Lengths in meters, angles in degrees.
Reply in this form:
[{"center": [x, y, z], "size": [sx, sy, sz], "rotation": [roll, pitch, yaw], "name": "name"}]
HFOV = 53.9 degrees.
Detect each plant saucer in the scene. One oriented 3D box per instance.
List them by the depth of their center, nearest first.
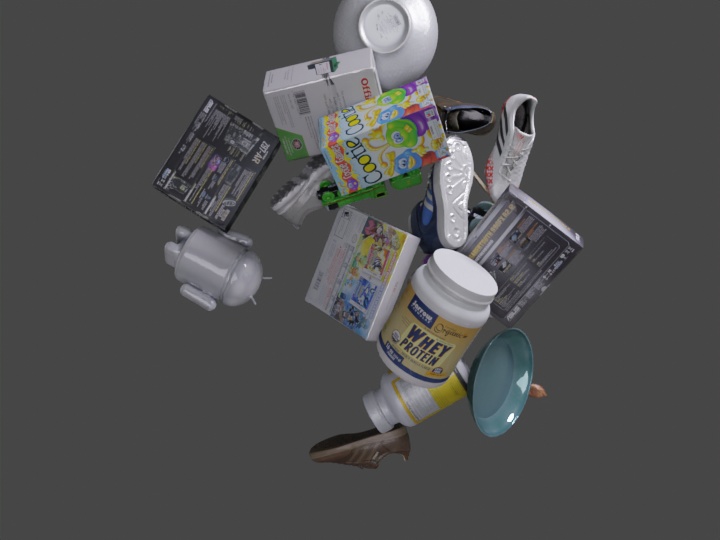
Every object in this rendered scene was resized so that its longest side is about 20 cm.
[{"center": [0.251, 0.202, 1.300], "size": [0.036, 0.198, 0.204], "rotation": [12, 99, 42], "name": "plant saucer"}]

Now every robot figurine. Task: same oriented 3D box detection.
[{"center": [-0.267, -0.007, 1.325], "size": [0.198, 0.113, 0.171], "rotation": [27, 64, 1], "name": "robot figurine"}]

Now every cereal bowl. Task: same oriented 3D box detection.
[{"center": [0.043, -0.431, 1.273], "size": [0.196, 0.083, 0.204], "rotation": [1, 96, 5], "name": "cereal bowl"}]

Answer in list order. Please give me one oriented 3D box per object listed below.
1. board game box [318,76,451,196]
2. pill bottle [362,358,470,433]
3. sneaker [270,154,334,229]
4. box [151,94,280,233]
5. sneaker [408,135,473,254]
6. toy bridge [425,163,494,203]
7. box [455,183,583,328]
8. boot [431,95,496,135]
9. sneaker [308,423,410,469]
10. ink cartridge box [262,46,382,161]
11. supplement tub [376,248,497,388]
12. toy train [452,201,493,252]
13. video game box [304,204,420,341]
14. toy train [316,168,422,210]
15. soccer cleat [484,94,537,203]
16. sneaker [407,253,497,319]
[{"center": [0.039, -0.225, 1.193], "size": [0.197, 0.104, 0.106], "rotation": [-19, 129, 11], "name": "board game box"}, {"center": [0.108, 0.220, 1.325], "size": [0.198, 0.112, 0.113], "rotation": [-31, 94, 7], "name": "pill bottle"}, {"center": [-0.073, -0.162, 1.328], "size": [0.199, 0.075, 0.082], "rotation": [-38, 120, 6], "name": "sneaker"}, {"center": [-0.265, -0.197, 1.315], "size": [0.159, 0.044, 0.202], "rotation": [30, 83, -1], "name": "box"}, {"center": [0.130, -0.131, 1.276], "size": [0.079, 0.146, 0.204], "rotation": [2, 88, -29], "name": "sneaker"}, {"center": [0.176, -0.168, 1.320], "size": [0.197, 0.027, 0.068], "rotation": [21, 97, 0], "name": "toy bridge"}, {"center": [0.258, -0.022, 1.219], "size": [0.157, 0.048, 0.201], "rotation": [36, 116, -1], "name": "box"}, {"center": [0.149, -0.282, 1.274], "size": [0.196, 0.097, 0.076], "rotation": [3, 97, 3], "name": "boot"}, {"center": [0.000, 0.355, 1.368], "size": [0.197, 0.070, 0.077], "rotation": [-15, 96, 6], "name": "sneaker"}, {"center": [-0.056, -0.293, 1.257], "size": [0.197, 0.085, 0.147], "rotation": [-10, 132, 8], "name": "ink cartridge box"}, {"center": [0.128, 0.080, 1.189], "size": [0.143, 0.145, 0.202], "rotation": [29, 116, 0], "name": "supplement tub"}, {"center": [0.260, -0.043, 1.292], "size": [0.198, 0.086, 0.115], "rotation": [23, 128, 2], "name": "toy train"}, {"center": [0.000, 0.000, 1.292], "size": [0.181, 0.046, 0.203], "rotation": [29, 101, 43], "name": "video game box"}, {"center": [0.018, -0.155, 1.278], "size": [0.197, 0.057, 0.042], "rotation": [-17, 52, 1], "name": "toy train"}, {"center": [0.273, -0.217, 1.269], "size": [0.068, 0.085, 0.203], "rotation": [11, 92, -15], "name": "soccer cleat"}, {"center": [0.190, 0.026, 1.320], "size": [0.198, 0.080, 0.090], "rotation": [24, 84, -1], "name": "sneaker"}]
